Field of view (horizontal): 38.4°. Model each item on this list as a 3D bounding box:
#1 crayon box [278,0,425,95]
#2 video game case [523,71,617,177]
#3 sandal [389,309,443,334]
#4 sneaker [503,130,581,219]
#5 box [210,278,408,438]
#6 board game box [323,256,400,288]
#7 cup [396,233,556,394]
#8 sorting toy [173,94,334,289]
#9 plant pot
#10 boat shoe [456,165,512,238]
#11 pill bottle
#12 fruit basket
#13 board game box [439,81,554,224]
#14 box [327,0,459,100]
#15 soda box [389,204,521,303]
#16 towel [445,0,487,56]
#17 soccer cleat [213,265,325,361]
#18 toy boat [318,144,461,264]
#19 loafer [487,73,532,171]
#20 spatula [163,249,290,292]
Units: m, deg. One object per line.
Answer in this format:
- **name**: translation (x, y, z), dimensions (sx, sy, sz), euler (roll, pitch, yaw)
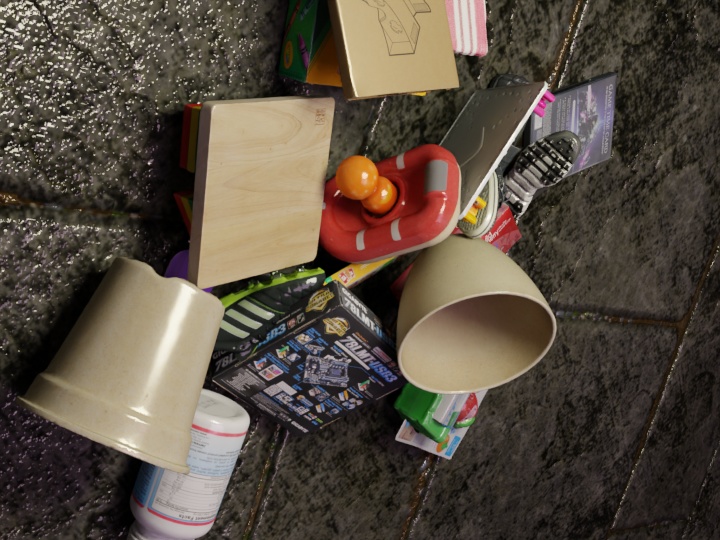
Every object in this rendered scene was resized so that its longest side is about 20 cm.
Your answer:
- **crayon box**: translation (0.002, -0.279, 1.233), dimensions (0.198, 0.058, 0.120), euler (-3, 110, -42)
- **video game case**: translation (0.323, -0.214, 1.593), dimensions (0.199, 0.019, 0.144), euler (-24, 125, -34)
- **sandal**: translation (0.111, 0.068, 1.408), dimensions (0.199, 0.054, 0.082), euler (-35, 129, -17)
- **sneaker**: translation (0.257, -0.151, 1.480), dimensions (0.091, 0.066, 0.200), euler (-47, 178, -36)
- **box**: translation (-0.055, 0.119, 1.309), dimensions (0.197, 0.050, 0.200), euler (-31, 137, 17)
- **board game box**: translation (0.000, 0.000, 1.349), dimensions (0.199, 0.095, 0.030), euler (-28, 85, -29)
- **cup**: translation (0.130, 0.040, 1.302), dimensions (0.198, 0.144, 0.201), euler (-8, 139, -7)
- **sorting toy**: translation (-0.128, -0.100, 1.175), dimensions (0.199, 0.069, 0.201), euler (-16, 119, -51)
- **plant pot**: translation (-0.239, 0.095, 1.115), dimensions (0.200, 0.199, 0.185), euler (34, 75, -46)
- **boat shoe**: translation (0.161, -0.099, 1.351), dimensions (0.062, 0.201, 0.075), euler (39, 115, -19)
- **pill bottle**: translation (-0.215, 0.252, 1.254), dimensions (0.108, 0.108, 0.202), euler (13, 101, -45)
- **fruit basket**: translation (0.144, 0.195, 1.573), dimensions (0.200, 0.093, 0.187), euler (32, 87, -49)
- **board game box**: translation (0.147, -0.150, 1.336), dimensions (0.026, 0.200, 0.201), euler (36, 84, -19)
- **box**: translation (0.031, -0.296, 1.151), dimensions (0.162, 0.021, 0.203), euler (-13, 95, -38)
- **soda box**: translation (0.138, -0.014, 1.480), dimensions (0.200, 0.070, 0.064), euler (-46, 132, -16)
- **towel**: translation (0.074, -0.334, 1.222), dimensions (0.198, 0.030, 0.148), euler (-1, 86, -39)
- **soccer cleat**: translation (-0.127, 0.056, 1.224), dimensions (0.198, 0.068, 0.082), euler (-23, 97, -1)
- **toy boat**: translation (0.017, -0.092, 1.245), dimensions (0.130, 0.198, 0.132), euler (36, 48, -43)
- **loafer**: translation (0.191, -0.175, 1.450), dimensions (0.068, 0.070, 0.203), euler (10, 103, -45)
- **spatula**: translation (-0.149, 0.007, 1.258), dimensions (0.199, 0.021, 0.057), euler (5, 119, -46)
